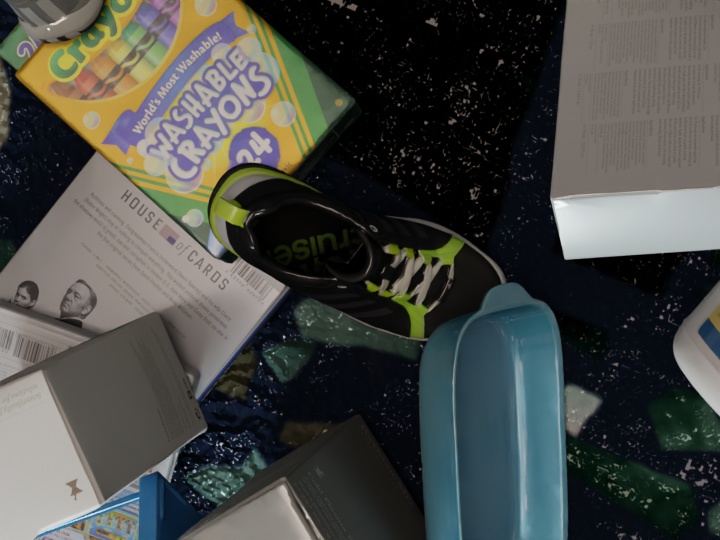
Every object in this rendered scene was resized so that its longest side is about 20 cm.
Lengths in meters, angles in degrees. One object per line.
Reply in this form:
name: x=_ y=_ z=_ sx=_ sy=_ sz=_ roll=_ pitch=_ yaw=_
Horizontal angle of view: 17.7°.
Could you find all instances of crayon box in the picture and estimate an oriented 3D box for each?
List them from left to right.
crayon box: x=-0.115 y=-0.117 z=1.392 sx=0.200 sy=0.052 sz=0.126 roll=41 pitch=91 yaw=7

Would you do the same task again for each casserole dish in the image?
casserole dish: x=0.076 y=0.107 z=1.357 sx=0.039 sy=0.121 sz=0.202 roll=2 pitch=98 yaw=35

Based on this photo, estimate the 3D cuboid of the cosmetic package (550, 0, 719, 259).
cosmetic package: x=0.187 y=-0.096 z=1.272 sx=0.150 sy=0.201 sz=0.052 roll=-5 pitch=134 yaw=15

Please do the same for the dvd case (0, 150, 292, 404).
dvd case: x=-0.157 y=0.035 z=1.444 sx=0.150 sy=0.025 sz=0.200 roll=42 pitch=102 yaw=6

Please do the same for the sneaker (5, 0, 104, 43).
sneaker: x=-0.192 y=-0.243 z=1.348 sx=0.075 sy=0.115 sz=0.201 roll=-11 pitch=69 yaw=19

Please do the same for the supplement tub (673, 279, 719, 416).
supplement tub: x=0.286 y=0.015 z=1.280 sx=0.145 sy=0.145 sz=0.200 roll=41 pitch=103 yaw=6

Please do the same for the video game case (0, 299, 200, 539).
video game case: x=-0.192 y=0.135 z=1.442 sx=0.142 sy=0.018 sz=0.201 roll=19 pitch=101 yaw=10

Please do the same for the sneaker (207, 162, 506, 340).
sneaker: x=0.000 y=0.000 z=1.342 sx=0.199 sy=0.083 sz=0.072 roll=19 pitch=100 yaw=-21

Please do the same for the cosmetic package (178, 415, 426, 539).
cosmetic package: x=-0.027 y=0.162 z=1.332 sx=0.090 sy=0.200 sz=0.107 roll=-32 pitch=91 yaw=16

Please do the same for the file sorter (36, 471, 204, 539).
file sorter: x=-0.118 y=0.242 z=1.351 sx=0.122 sy=0.139 sz=0.200 roll=-21 pitch=136 yaw=17

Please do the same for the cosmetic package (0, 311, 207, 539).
cosmetic package: x=-0.173 y=0.094 z=1.320 sx=0.107 sy=0.200 sz=0.085 roll=-23 pitch=91 yaw=14
